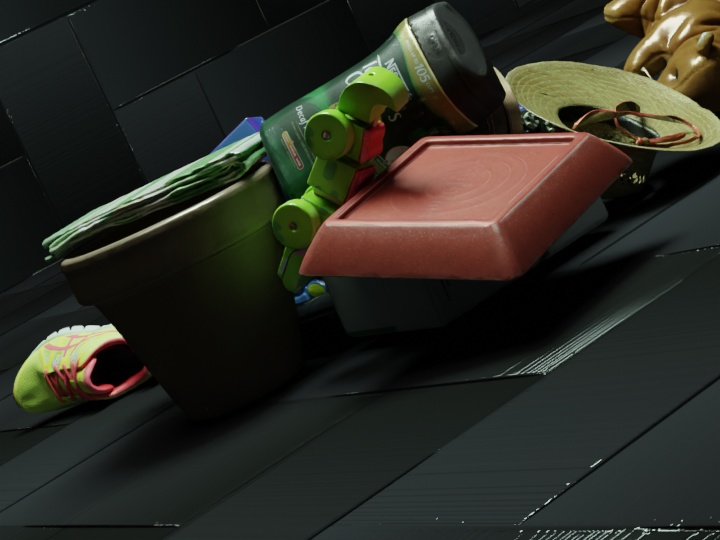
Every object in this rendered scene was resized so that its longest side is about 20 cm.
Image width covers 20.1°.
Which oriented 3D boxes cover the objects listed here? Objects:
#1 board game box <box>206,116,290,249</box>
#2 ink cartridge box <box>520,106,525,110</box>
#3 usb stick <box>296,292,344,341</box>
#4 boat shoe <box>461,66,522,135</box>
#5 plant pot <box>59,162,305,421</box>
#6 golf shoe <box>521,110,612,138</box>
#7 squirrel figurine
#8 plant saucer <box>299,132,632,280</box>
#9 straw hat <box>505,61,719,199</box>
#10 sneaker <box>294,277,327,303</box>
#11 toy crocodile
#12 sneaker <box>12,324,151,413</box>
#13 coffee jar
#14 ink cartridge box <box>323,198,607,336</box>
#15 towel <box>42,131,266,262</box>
[{"bbox_3d":[-0.122,-0.022,1.843,0.200,0.135,0.045,-43,-6,15],"label":"board game box"},{"bbox_3d":[0.031,-0.141,1.888,0.199,0.041,0.199,3,24,36],"label":"ink cartridge box"},{"bbox_3d":[-0.047,0.043,1.816,0.055,0.033,0.200,-38,9,-30],"label":"usb stick"},{"bbox_3d":[0.083,-0.161,1.798,0.070,0.071,0.200,-19,23,-4],"label":"boat shoe"},{"bbox_3d":[-0.130,0.026,1.735,0.199,0.176,0.200,-26,9,4],"label":"plant pot"},{"bbox_3d":[0.166,-0.098,1.878,0.088,0.078,0.199,-29,-19,38],"label":"golf shoe"},{"bbox_3d":[0.347,-0.216,1.937,0.199,0.142,0.187,-27,15,10],"label":"squirrel figurine"},{"bbox_3d":[0.077,-0.056,1.547,0.199,0.037,0.200,2,29,36],"label":"plant saucer"},{"bbox_3d":[0.214,-0.108,1.787,0.199,0.086,0.201,8,26,-4],"label":"straw hat"},{"bbox_3d":[0.000,0.000,1.909,0.199,0.071,0.082,-16,-1,41],"label":"sneaker"},{"bbox_3d":[-0.017,-0.071,1.604,0.067,0.061,0.201,-31,-34,-60],"label":"toy crocodile"},{"bbox_3d":[-0.275,0.099,2.051,0.199,0.079,0.090,-24,16,21],"label":"sneaker"},{"bbox_3d":[0.020,-0.131,1.694,0.199,0.105,0.085,-35,-30,14],"label":"coffee jar"},{"bbox_3d":[0.084,-0.029,1.694,0.199,0.084,0.146,-31,11,-32],"label":"ink cartridge box"},{"bbox_3d":[-0.168,-0.067,1.749,0.199,0.024,0.153,-24,8,16],"label":"towel"}]
